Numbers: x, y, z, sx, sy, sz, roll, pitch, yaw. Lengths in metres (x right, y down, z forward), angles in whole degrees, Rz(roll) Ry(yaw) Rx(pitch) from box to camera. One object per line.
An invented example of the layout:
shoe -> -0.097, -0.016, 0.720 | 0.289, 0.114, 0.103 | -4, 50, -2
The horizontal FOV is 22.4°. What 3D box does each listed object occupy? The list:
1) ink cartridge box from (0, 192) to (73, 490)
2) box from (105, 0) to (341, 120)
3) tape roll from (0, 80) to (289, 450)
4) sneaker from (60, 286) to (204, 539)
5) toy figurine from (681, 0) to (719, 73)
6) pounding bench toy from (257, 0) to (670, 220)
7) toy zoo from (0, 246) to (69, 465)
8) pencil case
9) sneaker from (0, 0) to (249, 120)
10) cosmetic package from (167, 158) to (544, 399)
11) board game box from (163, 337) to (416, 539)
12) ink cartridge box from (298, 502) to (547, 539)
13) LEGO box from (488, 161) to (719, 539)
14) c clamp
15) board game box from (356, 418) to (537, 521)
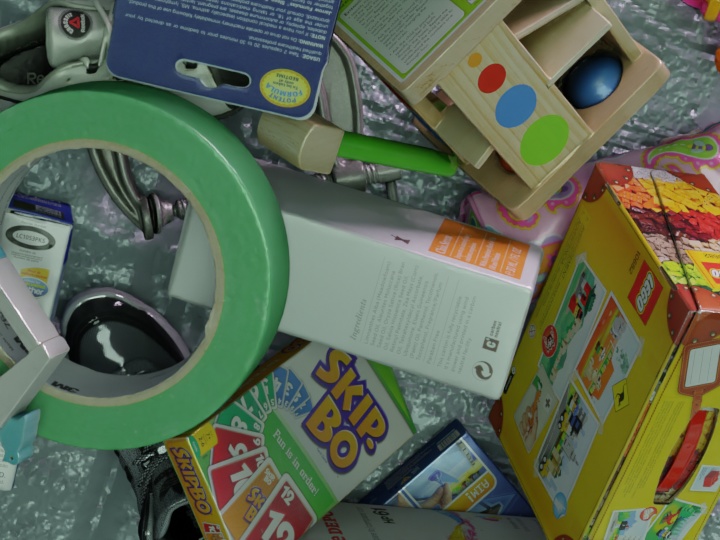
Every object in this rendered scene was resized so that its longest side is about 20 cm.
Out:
ink cartridge box -> -0.250, 0.017, 1.082 | 0.136, 0.076, 0.201 | 12, 99, -13
box -> -0.060, -0.187, 0.964 | 0.121, 0.032, 0.200 | 12, 112, -7
tape roll -> -0.141, -0.003, 1.003 | 0.200, 0.048, 0.201 | 2, 103, 11
sneaker -> -0.119, 0.106, 1.103 | 0.075, 0.114, 0.200 | -26, 104, -4
toy figurine -> 0.282, -0.147, 1.130 | 0.199, 0.150, 0.184 | -14, 114, 15
pounding bench toy -> 0.052, -0.105, 1.066 | 0.200, 0.124, 0.156 | -45, 133, 1
toy zoo -> -0.241, 0.022, 0.992 | 0.131, 0.020, 0.200 | -36, 85, 29
pencil case -> 0.163, -0.036, 1.144 | 0.199, 0.087, 0.088 | -17, 103, -7
sneaker -> -0.134, -0.122, 1.029 | 0.199, 0.088, 0.074 | -11, 75, 16
cosmetic package -> 0.000, 0.000, 1.056 | 0.199, 0.101, 0.071 | 17, 106, 4
board game box -> -0.033, 0.096, 1.098 | 0.030, 0.200, 0.096 | -10, 108, 38
ink cartridge box -> 0.054, 0.205, 1.099 | 0.199, 0.145, 0.085 | 5, 101, -12
LEGO box -> 0.161, 0.061, 1.064 | 0.077, 0.149, 0.200 | 5, 125, -22
c clamp -> -0.069, -0.069, 1.123 | 0.199, 0.027, 0.171 | -5, 102, -9
board game box -> 0.031, 0.213, 1.190 | 0.200, 0.034, 0.135 | -40, 105, 0
